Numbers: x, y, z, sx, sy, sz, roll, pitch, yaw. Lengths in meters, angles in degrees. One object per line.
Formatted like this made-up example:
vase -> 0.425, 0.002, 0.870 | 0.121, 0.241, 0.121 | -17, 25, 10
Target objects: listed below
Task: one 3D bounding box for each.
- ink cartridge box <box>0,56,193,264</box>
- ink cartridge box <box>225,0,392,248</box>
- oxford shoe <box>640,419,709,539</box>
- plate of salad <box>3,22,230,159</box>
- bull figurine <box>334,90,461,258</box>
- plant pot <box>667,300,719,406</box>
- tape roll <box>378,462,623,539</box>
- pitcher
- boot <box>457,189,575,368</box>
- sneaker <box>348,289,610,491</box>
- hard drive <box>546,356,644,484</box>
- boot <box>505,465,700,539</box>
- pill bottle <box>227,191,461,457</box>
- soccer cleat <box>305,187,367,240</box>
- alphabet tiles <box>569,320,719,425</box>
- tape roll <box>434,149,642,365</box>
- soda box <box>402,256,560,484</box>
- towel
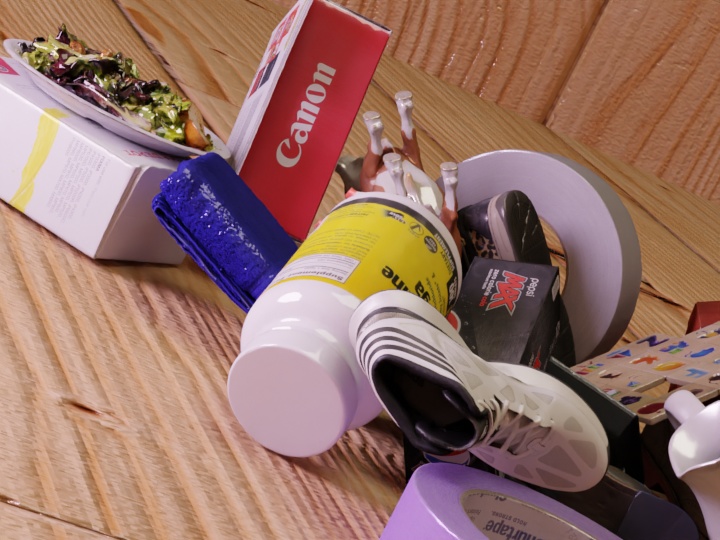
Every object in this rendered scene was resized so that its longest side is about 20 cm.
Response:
ink cartridge box -> -0.229, -0.088, 1.798 | 0.199, 0.084, 0.145 | 31, 11, 22
ink cartridge box -> -0.055, -0.117, 1.893 | 0.083, 0.201, 0.176 | 24, -15, -9
oxford shoe -> 0.286, 0.175, 1.811 | 0.070, 0.075, 0.200 | 17, 24, -47
plate of salad -> -0.187, -0.144, 1.809 | 0.199, 0.048, 0.200 | 27, 11, -5
bull figurine -> 0.032, -0.064, 1.846 | 0.065, 0.122, 0.200 | -15, 36, -16
plant pot -> 0.350, 0.125, 1.952 | 0.175, 0.202, 0.200 | 16, 11, 3
tape roll -> 0.106, 0.194, 1.375 | 0.199, 0.066, 0.200 | 27, 11, -6
pitcher -> 0.292, 0.176, 1.628 | 0.201, 0.121, 0.172 | 53, 1, -15
boot -> 0.090, 0.042, 1.899 | 0.150, 0.202, 0.073 | -9, 11, 33
sneaker -> 0.077, 0.101, 1.438 | 0.200, 0.076, 0.116 | 33, 21, -17
hard drive -> 0.130, 0.096, 1.772 | 0.199, 0.033, 0.140 | 35, -18, 24
boot -> 0.159, 0.164, 1.660 | 0.199, 0.075, 0.097 | 34, -3, 19
pill bottle -> -0.012, 0.038, 1.555 | 0.112, 0.113, 0.200 | 28, 36, 7
soccer cleat -> 0.000, 0.000, 1.796 | 0.077, 0.069, 0.200 | 41, -20, 12
alphabet tiles -> 0.256, 0.072, 1.801 | 0.199, 0.008, 0.167 | -20, 15, -26
tape roll -> 0.137, -0.002, 1.956 | 0.199, 0.201, 0.066 | 31, 12, 20
soda box -> 0.088, 0.072, 1.625 | 0.070, 0.064, 0.200 | 7, 35, 16
towel -> -0.072, 0.004, 1.699 | 0.200, 0.049, 0.148 | 51, 9, 0
